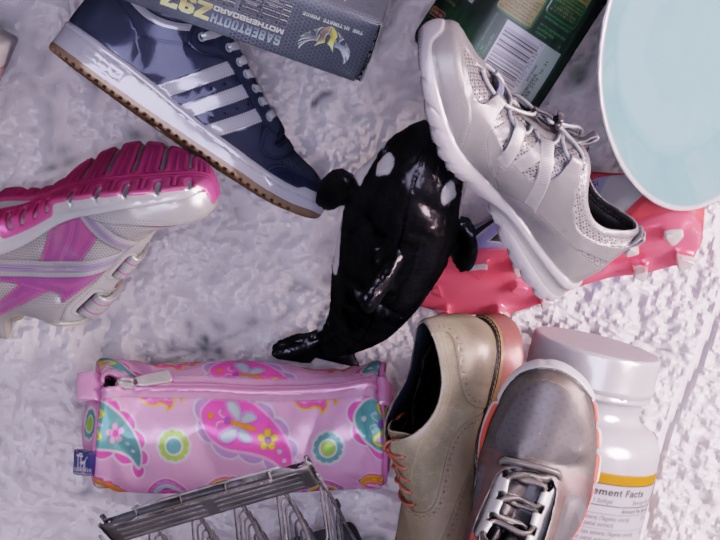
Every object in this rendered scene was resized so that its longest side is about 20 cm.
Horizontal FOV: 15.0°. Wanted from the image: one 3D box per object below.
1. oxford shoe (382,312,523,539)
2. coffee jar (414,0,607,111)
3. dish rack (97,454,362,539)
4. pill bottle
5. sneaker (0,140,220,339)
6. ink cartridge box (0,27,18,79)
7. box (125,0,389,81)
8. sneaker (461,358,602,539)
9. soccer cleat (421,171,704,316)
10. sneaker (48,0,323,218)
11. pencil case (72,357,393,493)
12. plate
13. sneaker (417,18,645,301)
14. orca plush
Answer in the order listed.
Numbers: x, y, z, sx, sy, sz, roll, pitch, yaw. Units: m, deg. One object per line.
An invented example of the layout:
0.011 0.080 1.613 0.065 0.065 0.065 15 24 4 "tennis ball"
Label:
0.038 0.119 1.684 0.074 0.070 0.201 7 99 -34 "oxford shoe"
0.120 -0.198 1.671 0.085 0.104 0.200 33 96 -14 "coffee jar"
-0.076 0.173 1.683 0.153 0.200 0.055 -18 69 2 "dish rack"
0.125 0.142 1.717 0.110 0.111 0.201 13 98 -3 "pill bottle"
-0.169 -0.016 1.696 0.199 0.081 0.089 -16 111 25 "sneaker"
-0.290 -0.068 1.657 0.082 0.147 0.201 26 97 -4 "ink cartridge box"
-0.073 -0.205 1.640 0.199 0.158 0.051 18 129 -4 "box"
0.095 0.154 1.623 0.077 0.082 0.201 14 98 4 "sneaker"
0.119 -0.022 1.725 0.199 0.077 0.067 -12 139 13 "soccer cleat"
-0.082 -0.123 1.695 0.200 0.070 0.109 35 87 -13 "sneaker"
-0.079 0.096 1.719 0.199 0.087 0.088 2 98 -2 "pencil case"
0.200 -0.137 1.669 0.200 0.025 0.201 -12 107 -45 "plate"
0.099 -0.077 1.615 0.082 0.075 0.200 -24 124 19 "sneaker"
0.000 0.000 1.669 0.105 0.071 0.200 40 128 -6 "orca plush"
